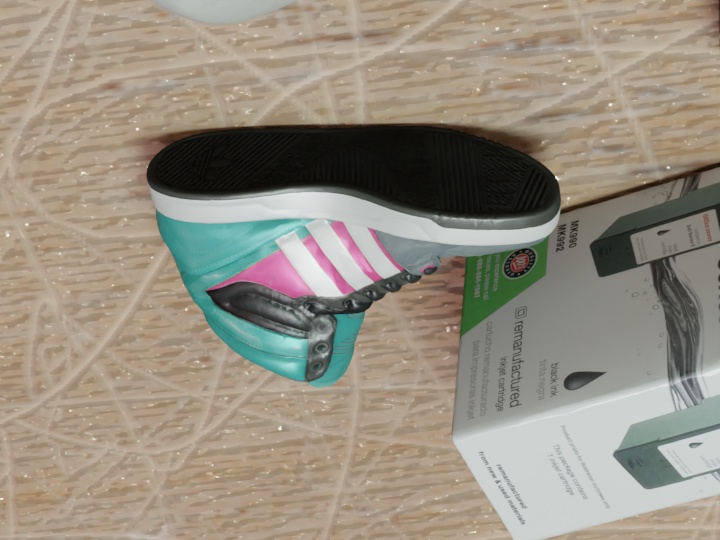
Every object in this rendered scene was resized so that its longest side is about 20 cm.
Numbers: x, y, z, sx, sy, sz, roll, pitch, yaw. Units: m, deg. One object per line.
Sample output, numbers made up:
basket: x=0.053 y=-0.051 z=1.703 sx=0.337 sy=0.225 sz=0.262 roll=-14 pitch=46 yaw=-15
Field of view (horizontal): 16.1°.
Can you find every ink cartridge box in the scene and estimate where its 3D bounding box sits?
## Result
ink cartridge box: x=0.153 y=0.031 z=1.210 sx=0.200 sy=0.146 sz=0.084 roll=-17 pitch=128 yaw=20

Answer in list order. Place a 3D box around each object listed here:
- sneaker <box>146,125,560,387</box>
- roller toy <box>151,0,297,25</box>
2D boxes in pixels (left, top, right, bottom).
sneaker: x=0.000 y=0.000 z=1.238 sx=0.200 sy=0.084 sz=0.121 roll=4 pitch=129 yaw=14
roller toy: x=-0.036 y=-0.202 z=0.990 sx=0.140 sy=0.200 sz=0.182 roll=-20 pitch=137 yaw=25
